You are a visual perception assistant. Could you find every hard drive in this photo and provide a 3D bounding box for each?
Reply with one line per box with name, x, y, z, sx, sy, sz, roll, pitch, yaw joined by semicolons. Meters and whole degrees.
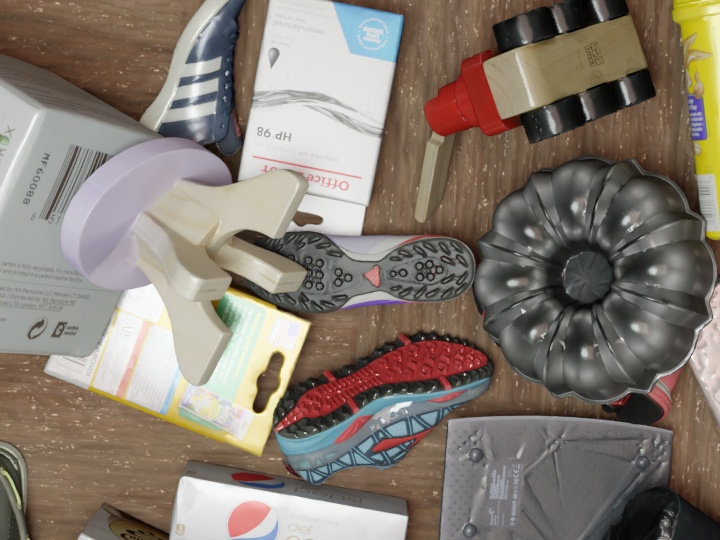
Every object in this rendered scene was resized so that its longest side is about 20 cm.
hard drive;0.164;0.190;1.285;0.197;0.042;0.137;3;95;-8

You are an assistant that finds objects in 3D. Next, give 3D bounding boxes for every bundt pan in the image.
bundt pan;0.176;0.005;1.180;0.199;0.076;0.205;-1;86;22

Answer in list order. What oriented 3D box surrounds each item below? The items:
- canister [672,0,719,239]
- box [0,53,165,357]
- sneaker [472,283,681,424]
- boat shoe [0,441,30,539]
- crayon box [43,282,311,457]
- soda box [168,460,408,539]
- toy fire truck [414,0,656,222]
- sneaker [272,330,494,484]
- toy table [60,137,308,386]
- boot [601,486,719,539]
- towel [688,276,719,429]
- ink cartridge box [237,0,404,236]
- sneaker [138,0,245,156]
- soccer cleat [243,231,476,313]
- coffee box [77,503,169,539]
canister;0.309;-0.134;1.220;0.085;0.148;0.203;-6;96;17
box;-0.285;-0.057;1.169;0.170;0.199;0.202;31;99;24
sneaker;0.187;0.048;1.282;0.199;0.074;0.087;34;60;6
boat shoe;-0.314;0.253;1.288;0.071;0.060;0.205;-4;94;1
crayon box;-0.154;0.063;1.280;0.198;0.052;0.127;22;94;-1
soda box;-0.060;0.216;1.282;0.197;0.068;0.065;10;94;-1
toy fire truck;0.123;-0.133;1.234;0.199;0.175;0.130;-16;96;43
sneaker;0.021;0.121;1.284;0.198;0.080;0.096;-18;131;-11
toy table;-0.128;-0.017;1.161;0.117;0.199;0.185;33;116;19
boot;0.303;0.223;1.241;0.168;0.077;0.200;35;104;-34
towel;0.386;0.070;1.291;0.198;0.032;0.193;-28;93;3
ink cartridge box;-0.036;-0.123;1.259;0.114;0.067;0.203;10;94;-1
sneaker;-0.124;-0.147;1.257;0.084;0.075;0.201;29;103;0
soccer cleat;0.000;0.000;1.269;0.197;0.073;0.069;-1;91;7
coffee box;-0.154;0.285;1.265;0.198;0.113;0.081;26;94;-1
